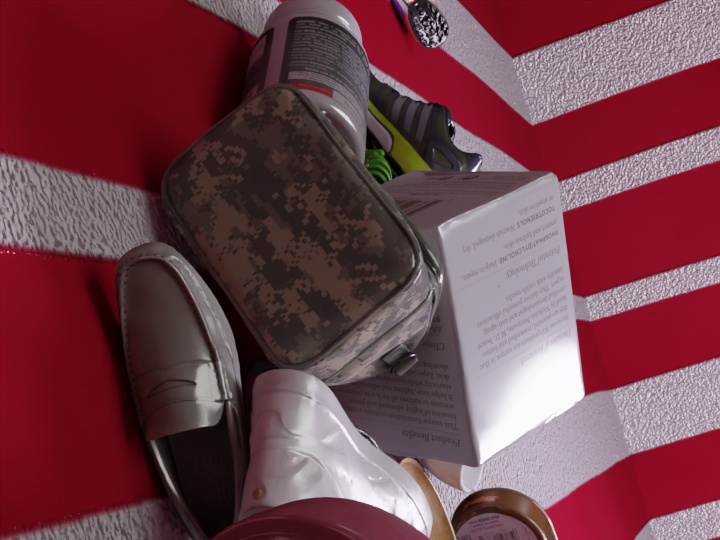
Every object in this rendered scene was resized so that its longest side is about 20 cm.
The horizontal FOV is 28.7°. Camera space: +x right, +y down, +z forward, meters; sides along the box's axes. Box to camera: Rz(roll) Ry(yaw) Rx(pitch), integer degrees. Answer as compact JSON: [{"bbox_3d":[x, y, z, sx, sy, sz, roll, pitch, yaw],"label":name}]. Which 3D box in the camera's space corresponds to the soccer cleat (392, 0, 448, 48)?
[{"bbox_3d":[0.062,-0.414,2.027,0.201,0.068,0.073,59,-4,-29],"label":"soccer cleat"}]

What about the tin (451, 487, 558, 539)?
[{"bbox_3d":[0.158,0.319,1.449,0.202,0.111,0.042,67,26,-16],"label":"tin"}]

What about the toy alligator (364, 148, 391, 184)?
[{"bbox_3d":[0.005,-0.091,1.307,0.201,0.054,0.060,-75,142,-63],"label":"toy alligator"}]

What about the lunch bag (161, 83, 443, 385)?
[{"bbox_3d":[-0.036,-0.017,1.035,0.201,0.139,0.168,52,-1,19],"label":"lunch bag"}]

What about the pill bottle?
[{"bbox_3d":[-0.048,-0.155,1.245,0.201,0.112,0.115,-86,153,-52],"label":"pill bottle"}]

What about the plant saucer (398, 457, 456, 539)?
[{"bbox_3d":[0.053,0.272,1.270,0.200,0.035,0.203,-17,90,-75],"label":"plant saucer"}]

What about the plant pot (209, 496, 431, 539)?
[{"bbox_3d":[-0.050,0.230,0.714,0.178,0.198,0.203,-6,78,-58],"label":"plant pot"}]

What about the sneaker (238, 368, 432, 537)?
[{"bbox_3d":[-0.018,0.166,0.901,0.200,0.073,0.117,50,36,-41],"label":"sneaker"}]

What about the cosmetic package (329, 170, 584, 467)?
[{"bbox_3d":[0.068,0.033,1.186,0.165,0.166,0.203,-25,111,-44],"label":"cosmetic package"}]

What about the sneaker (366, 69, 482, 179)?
[{"bbox_3d":[0.047,-0.139,1.367,0.201,0.080,0.074,57,-9,27],"label":"sneaker"}]

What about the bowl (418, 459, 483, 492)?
[{"bbox_3d":[0.097,0.116,1.409,0.200,0.074,0.203,50,52,-74],"label":"bowl"}]

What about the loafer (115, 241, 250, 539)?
[{"bbox_3d":[-0.105,0.082,0.871,0.070,0.069,0.203,-70,141,-79],"label":"loafer"}]

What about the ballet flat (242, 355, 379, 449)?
[{"bbox_3d":[-0.033,0.127,1.086,0.201,0.071,0.073,57,22,-46],"label":"ballet flat"}]
